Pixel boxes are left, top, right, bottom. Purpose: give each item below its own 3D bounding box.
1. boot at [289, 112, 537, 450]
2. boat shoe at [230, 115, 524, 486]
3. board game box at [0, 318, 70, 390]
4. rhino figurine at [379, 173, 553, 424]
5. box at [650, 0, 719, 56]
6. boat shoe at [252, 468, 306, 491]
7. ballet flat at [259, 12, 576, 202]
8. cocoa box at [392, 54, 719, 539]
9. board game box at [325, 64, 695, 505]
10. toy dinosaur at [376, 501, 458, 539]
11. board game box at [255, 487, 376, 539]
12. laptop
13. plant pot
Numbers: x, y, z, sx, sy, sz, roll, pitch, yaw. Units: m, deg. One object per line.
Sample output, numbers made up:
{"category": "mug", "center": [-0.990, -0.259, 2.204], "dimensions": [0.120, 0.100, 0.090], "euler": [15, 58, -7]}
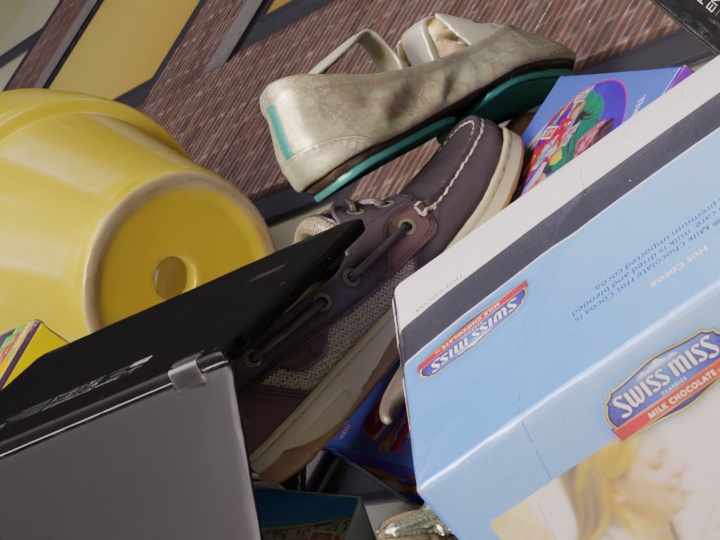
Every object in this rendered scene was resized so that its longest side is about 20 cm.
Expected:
{"category": "boot", "center": [0.017, -0.008, 1.339], "dimensions": [0.200, 0.075, 0.074], "euler": [-48, 11, 13]}
{"category": "boat shoe", "center": [0.000, 0.000, 1.200], "dimensions": [0.200, 0.065, 0.072], "euler": [-54, 11, -25]}
{"category": "board game box", "center": [-0.142, 0.152, 1.305], "dimensions": [0.057, 0.165, 0.200], "euler": [-23, 34, 61]}
{"category": "rhino figurine", "center": [0.092, 0.003, 1.005], "dimensions": [0.200, 0.060, 0.087], "euler": [-28, 32, -14]}
{"category": "box", "center": [0.173, -0.160, 1.044], "dimensions": [0.164, 0.086, 0.200], "euler": [-51, -9, 13]}
{"category": "boat shoe", "center": [-0.055, 0.129, 1.271], "dimensions": [0.060, 0.074, 0.200], "euler": [-37, 27, 47]}
{"category": "ballet flat", "center": [0.029, -0.088, 1.285], "dimensions": [0.067, 0.062, 0.200], "euler": [-35, -7, 39]}
{"category": "cocoa box", "center": [0.126, 0.022, 0.794], "dimensions": [0.200, 0.133, 0.131], "euler": [-36, 21, 13]}
{"category": "board game box", "center": [0.074, 0.009, 1.194], "dimensions": [0.200, 0.045, 0.134], "euler": [-57, 16, -8]}
{"category": "toy dinosaur", "center": [0.077, 0.069, 1.042], "dimensions": [0.200, 0.047, 0.088], "euler": [-39, -19, -38]}
{"category": "board game box", "center": [-0.088, 0.182, 1.144], "dimensions": [0.147, 0.064, 0.200], "euler": [3, 48, 22]}
{"category": "laptop", "center": [-0.084, 0.096, 1.116], "dimensions": [0.187, 0.116, 0.200], "euler": [-22, 13, 33]}
{"category": "plant pot", "center": [-0.148, -0.002, 1.615], "dimensions": [0.189, 0.201, 0.201], "euler": [9, 64, 55]}
